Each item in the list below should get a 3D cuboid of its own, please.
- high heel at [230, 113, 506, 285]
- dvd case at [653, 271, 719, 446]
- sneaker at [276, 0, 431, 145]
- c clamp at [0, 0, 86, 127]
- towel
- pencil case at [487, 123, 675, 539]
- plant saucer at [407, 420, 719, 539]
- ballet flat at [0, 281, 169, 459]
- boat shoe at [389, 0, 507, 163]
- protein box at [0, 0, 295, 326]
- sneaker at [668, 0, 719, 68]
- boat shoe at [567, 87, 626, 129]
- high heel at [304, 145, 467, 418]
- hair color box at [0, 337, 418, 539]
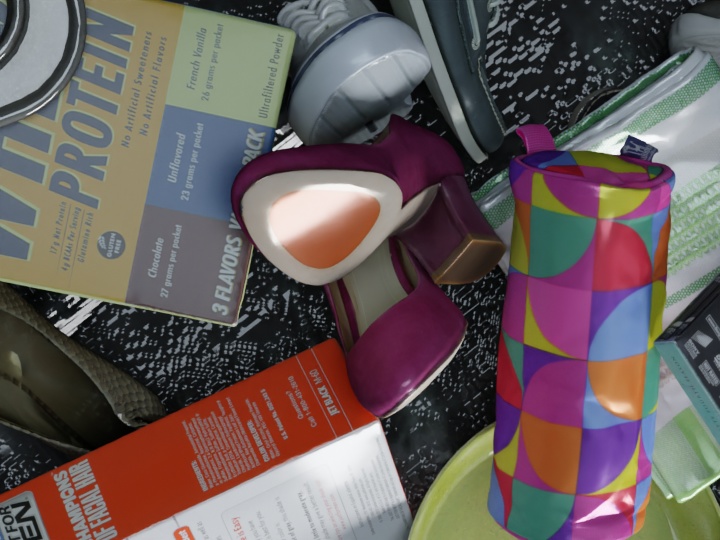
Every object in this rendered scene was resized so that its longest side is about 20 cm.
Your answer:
[{"bbox_3d":[-0.013,-0.044,0.992,0.067,0.200,0.096,-44,63,16],"label":"high heel"},{"bbox_3d":[0.247,0.031,1.095,0.200,0.022,0.146,-43,107,-26],"label":"dvd case"},{"bbox_3d":[-0.014,-0.102,1.049,0.073,0.200,0.071,-31,88,-4],"label":"sneaker"},{"bbox_3d":[-0.205,-0.122,0.906,0.170,0.027,0.201,-15,93,-7],"label":"c clamp"},{"bbox_3d":[0.166,0.006,1.111,0.149,0.031,0.200,-33,103,10],"label":"towel"},{"bbox_3d":[0.107,0.034,1.067,0.088,0.088,0.201,1,105,-8],"label":"pencil case"},{"bbox_3d":[0.105,0.169,1.145,0.199,0.031,0.201,2,85,-24],"label":"plant saucer"},{"bbox_3d":[-0.169,0.053,1.074,0.200,0.046,0.067,35,99,-35],"label":"ballet flat"},{"bbox_3d":[0.048,-0.135,1.078,0.062,0.073,0.201,-26,132,-2],"label":"boat shoe"},{"bbox_3d":[-0.148,-0.066,1.030,0.199,0.199,0.136,11,92,-8],"label":"protein box"},{"bbox_3d":[0.257,-0.141,1.156,0.199,0.077,0.082,-3,68,-8],"label":"sneaker"},{"bbox_3d":[0.195,-0.023,1.147,0.200,0.063,0.073,38,89,-9],"label":"boat shoe"},{"bbox_3d":[0.000,0.000,1.057,0.067,0.200,0.096,-39,104,18],"label":"high heel"},{"bbox_3d":[-0.080,0.126,1.096,0.199,0.064,0.111,-25,141,-6],"label":"hair color box"}]
